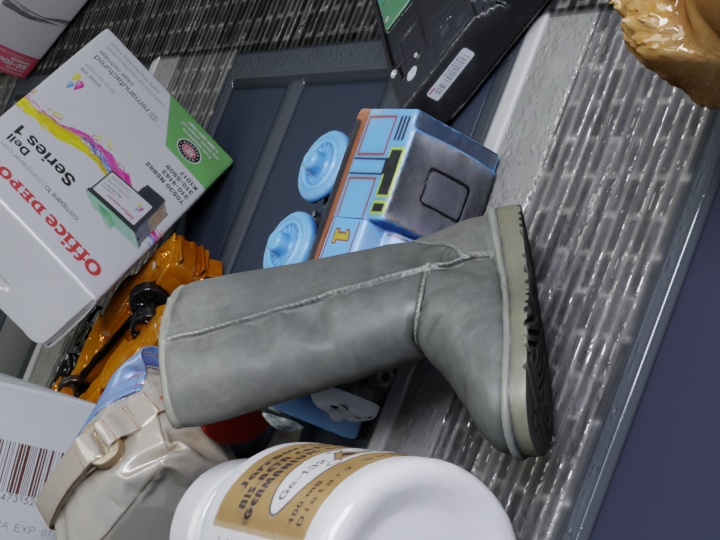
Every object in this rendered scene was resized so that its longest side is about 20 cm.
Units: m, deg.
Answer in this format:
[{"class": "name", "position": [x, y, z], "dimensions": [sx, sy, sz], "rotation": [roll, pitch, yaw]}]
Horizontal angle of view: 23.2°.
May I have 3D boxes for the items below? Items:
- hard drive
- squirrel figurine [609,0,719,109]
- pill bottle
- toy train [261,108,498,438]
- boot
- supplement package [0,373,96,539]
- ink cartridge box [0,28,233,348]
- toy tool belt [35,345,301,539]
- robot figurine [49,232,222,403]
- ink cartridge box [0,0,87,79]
[{"class": "hard drive", "position": [0.063, -0.198, 1.112], "dimensions": [0.140, 0.038, 0.200], "rotation": [-51, 30, 27]}, {"class": "squirrel figurine", "position": [0.199, -0.159, 0.720], "dimensions": [0.200, 0.141, 0.187], "rotation": [-12, 52, 56]}, {"class": "pill bottle", "position": [-0.018, 0.145, 0.885], "dimensions": [0.200, 0.114, 0.115], "rotation": [-4, 65, 61]}, {"class": "toy train", "position": [0.000, 0.000, 1.013], "dimensions": [0.114, 0.086, 0.201], "rotation": [6, 73, 57]}, {"class": "boot", "position": [-0.007, 0.044, 0.887], "dimensions": [0.199, 0.073, 0.182], "rotation": [-10, 32, 7]}, {"class": "supplement package", "position": [-0.282, 0.130, 1.267], "dimensions": [0.200, 0.116, 0.118], "rotation": [9, 83, 55]}, {"class": "ink cartridge box", "position": [-0.210, -0.063, 1.305], "dimensions": [0.084, 0.145, 0.200], "rotation": [-37, 10, 44]}, {"class": "toy tool belt", "position": [-0.128, 0.103, 1.120], "dimensions": [0.200, 0.124, 0.123], "rotation": [-53, 35, 29]}, {"class": "robot figurine", "position": [-0.175, 0.075, 1.303], "dimensions": [0.200, 0.058, 0.145], "rotation": [-48, 31, 30]}, {"class": "ink cartridge box", "position": [-0.356, -0.332, 1.961], "dimensions": [0.200, 0.083, 0.147], "rotation": [-38, 37, 45]}]
